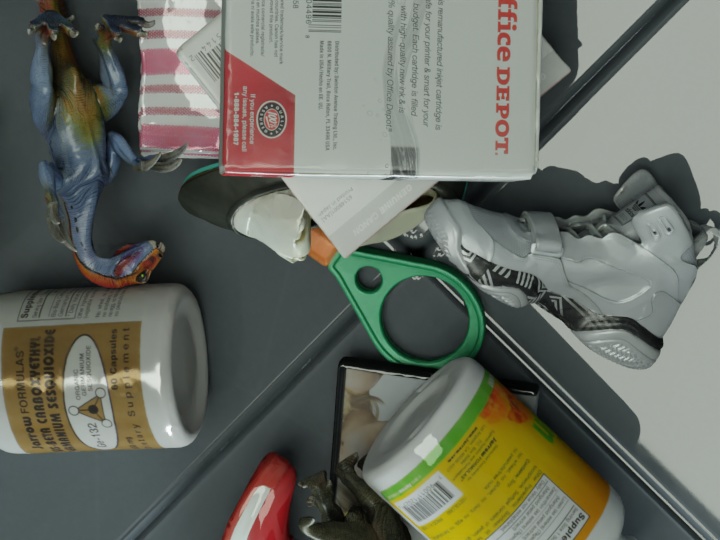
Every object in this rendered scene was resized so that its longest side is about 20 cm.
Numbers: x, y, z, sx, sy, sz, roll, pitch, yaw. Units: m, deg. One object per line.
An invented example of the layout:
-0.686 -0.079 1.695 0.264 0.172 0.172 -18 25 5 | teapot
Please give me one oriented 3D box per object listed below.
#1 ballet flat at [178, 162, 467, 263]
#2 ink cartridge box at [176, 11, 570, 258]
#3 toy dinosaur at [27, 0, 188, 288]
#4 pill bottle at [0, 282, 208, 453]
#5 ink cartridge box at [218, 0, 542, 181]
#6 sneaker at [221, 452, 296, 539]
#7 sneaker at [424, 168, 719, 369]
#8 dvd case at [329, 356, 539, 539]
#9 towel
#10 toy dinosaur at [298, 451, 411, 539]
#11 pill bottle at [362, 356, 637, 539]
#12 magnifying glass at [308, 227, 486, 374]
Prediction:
-0.024 -0.047 1.676 0.198 0.069 0.068 -10 147 4 | ballet flat
0.008 -0.138 1.642 0.200 0.045 0.177 -39 95 -3 | ink cartridge box
-0.180 -0.087 1.701 0.104 0.200 0.183 -5 122 -18 | toy dinosaur
-0.214 0.070 1.741 0.198 0.114 0.115 -3 105 11 | pill bottle
0.011 -0.130 1.579 0.198 0.084 0.146 1 91 -5 | ink cartridge box
-0.048 0.229 1.780 0.115 0.078 0.201 21 121 5 | sneaker
0.144 -0.023 1.656 0.199 0.075 0.115 29 105 -22 | sneaker
0.047 0.163 1.763 0.141 0.018 0.202 8 113 8 | dvd case
-0.083 -0.172 1.692 0.145 0.030 0.202 3 106 9 | towel
0.006 0.181 1.699 0.077 0.200 0.103 -33 78 -5 | toy dinosaur
0.107 0.163 1.681 0.200 0.111 0.111 43 109 -9 | pill bottle
0.000 0.000 1.733 0.199 0.022 0.080 35 109 -3 | magnifying glass
